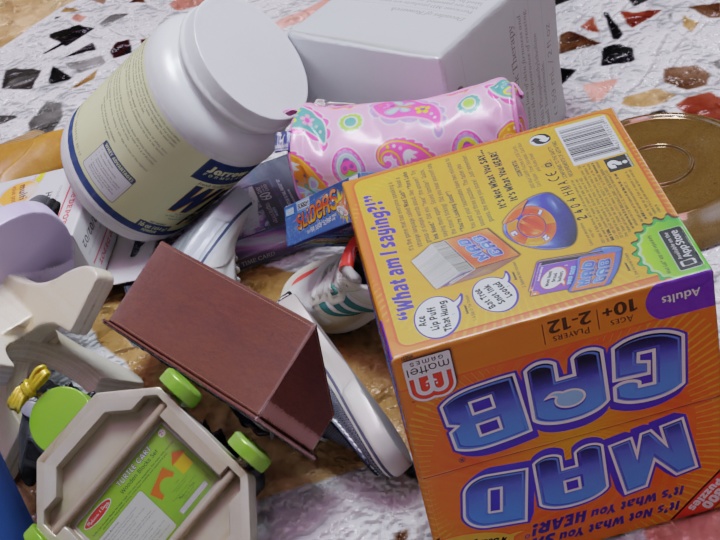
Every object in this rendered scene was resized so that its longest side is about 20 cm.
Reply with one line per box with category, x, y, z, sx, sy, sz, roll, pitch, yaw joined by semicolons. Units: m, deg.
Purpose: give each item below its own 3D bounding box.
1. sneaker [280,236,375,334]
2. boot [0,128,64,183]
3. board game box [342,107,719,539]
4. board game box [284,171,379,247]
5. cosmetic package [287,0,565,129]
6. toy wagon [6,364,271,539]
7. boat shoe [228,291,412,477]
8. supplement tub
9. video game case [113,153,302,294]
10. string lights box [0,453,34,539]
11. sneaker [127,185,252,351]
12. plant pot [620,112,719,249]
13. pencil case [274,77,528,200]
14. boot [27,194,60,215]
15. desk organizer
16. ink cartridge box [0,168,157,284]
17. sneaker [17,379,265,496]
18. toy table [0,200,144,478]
sneaker;0.000;0.000;1.109;0.198;0.093;0.071;-4;62;39
boot;-0.335;-0.086;1.399;0.200;0.071;0.144;11;38;46
board game box;0.116;0.046;0.955;0.198;0.201;0.201;-15;36;0
board game box;0.057;-0.046;1.114;0.198;0.035;0.135;-1;-8;-29
cosmetic package;0.066;-0.175;1.286;0.165;0.169;0.200;14;42;33
toy wagon;-0.162;0.143;0.976;0.200;0.040;0.155;40;86;18
boat shoe;-0.040;0.106;1.057;0.092;0.075;0.200;-38;40;-1
supplement tub;-0.154;-0.132;1.234;0.199;0.145;0.146;-35;22;37
video game case;-0.132;-0.040;1.313;0.198;0.019;0.143;-19;36;-7
string lights box;-0.292;0.129;0.990;0.059;0.201;0.102;-34;39;-25
sneaker;-0.133;0.009;1.206;0.073;0.071;0.201;-32;21;43
plant pot;0.257;-0.083;1.224;0.198;0.028;0.201;-9;36;7
pencil case;0.036;-0.104;1.136;0.198;0.088;0.088;-5;37;12
boot;-0.353;-0.023;1.199;0.200;0.131;0.070;-43;14;29
desk organizer;-0.095;0.054;1.033;0.199;0.072;0.077;26;79;45
ink cartridge box;-0.288;-0.033;1.296;0.198;0.068;0.116;-11;39;15
sneaker;-0.167;0.147;1.040;0.198;0.091;0.066;16;9;10
toy table;-0.270;0.060;1.115;0.183;0.202;0.117;-1;30;-46
